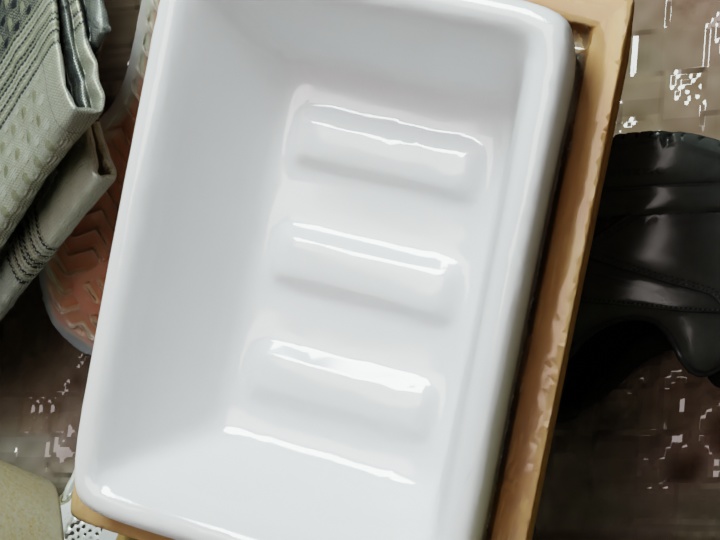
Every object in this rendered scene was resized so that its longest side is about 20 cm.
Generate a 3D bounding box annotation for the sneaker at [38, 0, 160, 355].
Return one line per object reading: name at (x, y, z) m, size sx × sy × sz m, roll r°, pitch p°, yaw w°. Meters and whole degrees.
sneaker at (-0.057, -0.059, 0.908) m, size 0.071 × 0.080 × 0.201 m, roll 32°, pitch 112°, yaw 18°

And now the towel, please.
towel at (-0.148, -0.076, 0.936) m, size 0.200 × 0.034 × 0.194 m, roll -50°, pitch 43°, yaw 44°

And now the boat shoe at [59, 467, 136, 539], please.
boat shoe at (-0.096, 0.126, 0.874) m, size 0.069 × 0.071 × 0.201 m, roll 32°, pitch 97°, yaw 51°

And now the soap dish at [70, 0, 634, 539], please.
soap dish at (0.000, 0.000, 0.764) m, size 0.156 × 0.081 × 0.202 m, roll 13°, pitch 95°, yaw 24°

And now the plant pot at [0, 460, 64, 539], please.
plant pot at (-0.198, 0.112, 0.768) m, size 0.198 × 0.187 × 0.189 m, roll 3°, pitch 71°, yaw -13°

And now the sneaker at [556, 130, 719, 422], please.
sneaker at (0.044, 0.008, 0.819) m, size 0.199 × 0.076 × 0.092 m, roll -8°, pitch 77°, yaw 31°
